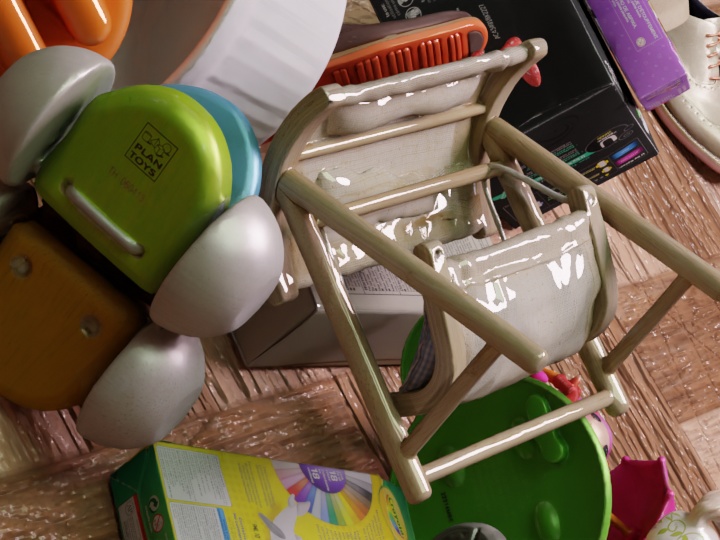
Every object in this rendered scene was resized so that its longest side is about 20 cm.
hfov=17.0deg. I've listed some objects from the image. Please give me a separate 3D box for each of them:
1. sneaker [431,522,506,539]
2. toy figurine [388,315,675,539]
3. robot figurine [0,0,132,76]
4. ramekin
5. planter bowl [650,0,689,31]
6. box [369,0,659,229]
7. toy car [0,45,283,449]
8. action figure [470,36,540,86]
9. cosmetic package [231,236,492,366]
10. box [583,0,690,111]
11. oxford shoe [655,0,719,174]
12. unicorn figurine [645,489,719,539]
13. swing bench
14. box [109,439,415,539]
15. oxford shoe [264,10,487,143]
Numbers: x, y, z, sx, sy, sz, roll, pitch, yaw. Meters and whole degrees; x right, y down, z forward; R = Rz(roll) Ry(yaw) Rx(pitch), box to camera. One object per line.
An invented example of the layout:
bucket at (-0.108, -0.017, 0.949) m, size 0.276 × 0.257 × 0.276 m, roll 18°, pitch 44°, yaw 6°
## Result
sneaker at (0.069, 0.240, 1.334) m, size 0.114 × 0.076 × 0.201 m, roll 8°, pitch 82°, yaw -55°
toy figurine at (0.119, 0.123, 1.495) m, size 0.184 × 0.150 × 0.201 m, roll 13°, pitch 56°, yaw -57°
robot figurine at (-0.194, -0.162, 1.345) m, size 0.116 × 0.144 × 0.200 m, roll 22°, pitch 8°, yaw -20°
ramekin at (-0.101, -0.160, 1.433) m, size 0.098 × 0.200 × 0.201 m, roll 28°, pitch 41°, yaw -43°
planter bowl at (0.181, -0.244, 1.853) m, size 0.200 × 0.199 × 0.135 m, roll -35°, pitch 114°, yaw -55°
box at (0.107, -0.134, 1.643) m, size 0.149 × 0.124 × 0.200 m, roll 65°, pitch 10°, yaw 16°
toy car at (-0.124, -0.019, 1.279) m, size 0.175 × 0.200 × 0.150 m, roll 41°, pitch 29°, yaw 10°
action figure at (0.037, -0.057, 1.464) m, size 0.200 × 0.065 × 0.099 m, roll -31°, pitch 97°, yaw -34°
cosmetic package at (0.000, 0.000, 1.508) m, size 0.200 × 0.073 × 0.104 m, roll 2°, pitch 57°, yaw -48°
box at (0.178, -0.181, 1.653) m, size 0.137 × 0.039 × 0.200 m, roll 62°, pitch 8°, yaw 2°
oxford shoe at (0.273, -0.169, 1.969) m, size 0.071 × 0.074 × 0.201 m, roll -15°, pitch 71°, yaw -53°
unicorn figurine at (0.166, 0.210, 1.431) m, size 0.074 × 0.201 × 0.137 m, roll 22°, pitch -11°, yaw 24°
swing bench at (0.063, -0.008, 1.326) m, size 0.199 × 0.130 × 0.200 m, roll -17°, pitch 63°, yaw -47°
box at (-0.040, 0.165, 1.341) m, size 0.199 × 0.048 × 0.118 m, roll 12°, pitch 51°, yaw -40°
oxford shoe at (-0.019, -0.139, 1.529) m, size 0.199 × 0.071 × 0.073 m, roll -15°, pitch 59°, yaw -6°
